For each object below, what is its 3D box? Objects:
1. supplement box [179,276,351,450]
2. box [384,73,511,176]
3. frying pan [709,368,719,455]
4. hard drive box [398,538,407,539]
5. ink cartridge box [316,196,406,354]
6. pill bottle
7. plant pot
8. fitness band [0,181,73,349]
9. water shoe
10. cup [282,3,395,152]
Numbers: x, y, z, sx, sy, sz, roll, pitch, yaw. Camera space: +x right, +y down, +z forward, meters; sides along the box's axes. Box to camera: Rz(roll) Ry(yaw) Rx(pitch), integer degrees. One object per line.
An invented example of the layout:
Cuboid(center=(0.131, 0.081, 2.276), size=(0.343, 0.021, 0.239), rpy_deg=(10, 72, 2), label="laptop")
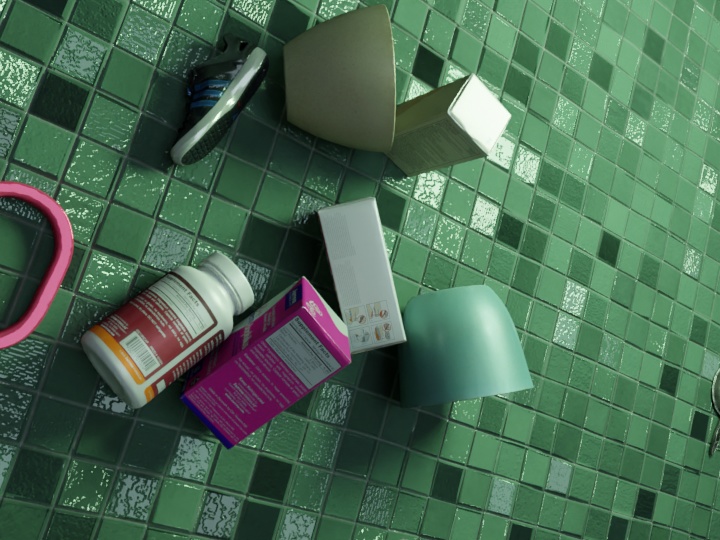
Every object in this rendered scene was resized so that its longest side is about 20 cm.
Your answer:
Cuboid(center=(-0.119, 0.117, 0.982), size=(0.199, 0.101, 0.104), rpy_deg=(-35, 110, 9), label="supplement box")
Cuboid(center=(0.116, -0.209, 1.135), size=(0.095, 0.199, 0.078), rpy_deg=(41, 68, -23), label="box")
Cuboid(center=(0.771, 0.285, 1.628), size=(0.190, 0.031, 0.115), rpy_deg=(-46, 109, -28), label="frying pan")
Cuboid(center=(0.031, 0.522, 1.131), size=(0.155, 0.077, 0.202), rpy_deg=(-6, 92, -31), label="hard drive box")
Cuboid(center=(0.000, 0.000, 1.107), size=(0.083, 0.176, 0.202), rpy_deg=(-13, 95, 0), label="ink cartridge box")
Cuboid(center=(-0.235, 0.068, 0.960), size=(0.200, 0.113, 0.113), rpy_deg=(-39, 108, -27), label="pill bottle")
Cuboid(center=(0.145, 0.112, 1.153), size=(0.199, 0.200, 0.162), rpy_deg=(-4, 80, -32), label="plant pot")
Cuboid(center=(-0.423, -0.005, 0.894), size=(0.143, 0.037, 0.201), rpy_deg=(29, 74, -30), label="fitness band")
Cuboid(center=(-0.204, -0.228, 1.029), size=(0.079, 0.072, 0.201), rpy_deg=(33, 71, 3), label="water shoe")
Cuboid(center=(-0.035, -0.264, 1.069), size=(0.142, 0.200, 0.202), rpy_deg=(-3, 90, -6), label="cup")
